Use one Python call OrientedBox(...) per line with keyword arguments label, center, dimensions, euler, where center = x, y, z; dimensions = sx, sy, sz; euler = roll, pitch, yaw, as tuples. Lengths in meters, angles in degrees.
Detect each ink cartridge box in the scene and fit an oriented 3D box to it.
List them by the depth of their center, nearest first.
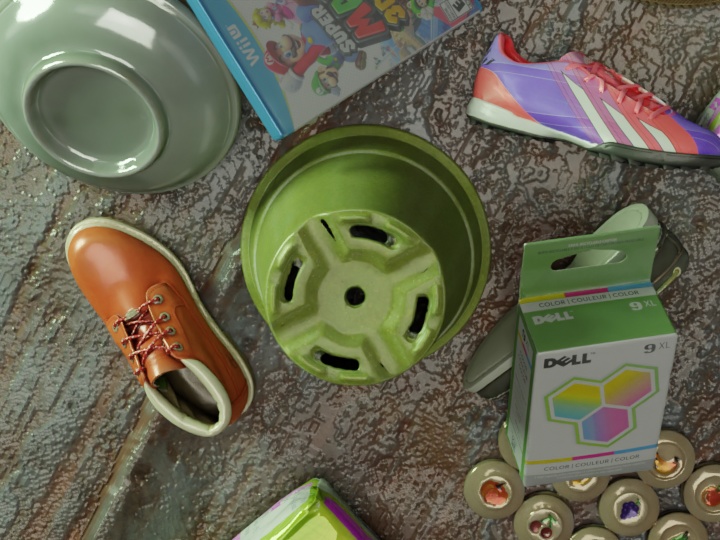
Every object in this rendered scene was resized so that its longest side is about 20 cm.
OrientedBox(label="ink cartridge box", center=(0.168, 0.067, 0.983), dimensions=(0.104, 0.059, 0.200), euler=(-7, 132, -7))

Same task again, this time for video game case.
OrientedBox(label="video game case", center=(-0.020, -0.204, 0.979), dimensions=(0.200, 0.018, 0.143), euler=(-35, 99, -23))

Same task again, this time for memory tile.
OrientedBox(label="memory tile", center=(0.198, 0.179, 1.095), dimensions=(0.200, 0.017, 0.153), euler=(34, 100, -4))

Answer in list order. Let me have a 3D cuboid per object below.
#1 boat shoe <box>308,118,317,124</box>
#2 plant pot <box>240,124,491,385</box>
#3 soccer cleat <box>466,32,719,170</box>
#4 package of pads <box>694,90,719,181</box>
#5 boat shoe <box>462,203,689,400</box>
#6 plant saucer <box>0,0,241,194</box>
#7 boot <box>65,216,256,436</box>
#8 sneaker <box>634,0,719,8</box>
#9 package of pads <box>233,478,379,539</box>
OrientedBox(label="boat shoe", center=(-0.081, -0.200, 0.999), dimensions=(0.059, 0.072, 0.200), euler=(-17, 96, -22))
OrientedBox(label="plant pot", center=(0.000, 0.000, 0.982), dimensions=(0.200, 0.190, 0.200), euler=(0, 100, 3))
OrientedBox(label="soccer cleat", center=(0.174, -0.121, 0.987), dimensions=(0.200, 0.068, 0.073), euler=(18, 100, 26))
OrientedBox(label="package of pads", center=(0.357, -0.125, 1.005), dimensions=(0.154, 0.068, 0.200), euler=(37, 99, -6))
OrientedBox(label="boat shoe", center=(0.164, 0.037, 1.041), dimensions=(0.060, 0.072, 0.202), euler=(40, 108, -19))
OrientedBox(label="plant saucer", center=(-0.189, -0.123, 0.987), dimensions=(0.200, 0.050, 0.200), euler=(7, 133, 8))
OrientedBox(label="boot", center=(-0.159, 0.043, 1.040), dimensions=(0.075, 0.107, 0.200), euler=(-40, 95, 11))
OrientedBox(label="sneaker", center=(0.276, -0.260, 0.982), dimensions=(0.200, 0.071, 0.113), euler=(-1, 68, 27))
OrientedBox(label="package of pads", center=(-0.060, 0.283, 1.092), dimensions=(0.200, 0.068, 0.155), euler=(-41, 97, 8))
